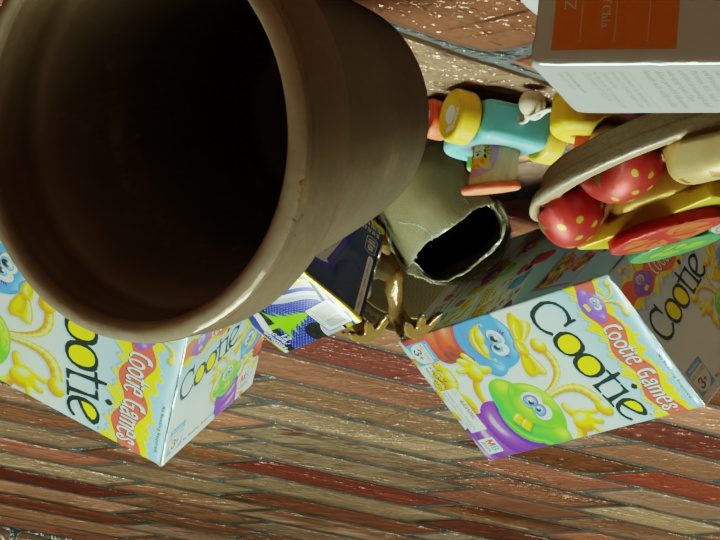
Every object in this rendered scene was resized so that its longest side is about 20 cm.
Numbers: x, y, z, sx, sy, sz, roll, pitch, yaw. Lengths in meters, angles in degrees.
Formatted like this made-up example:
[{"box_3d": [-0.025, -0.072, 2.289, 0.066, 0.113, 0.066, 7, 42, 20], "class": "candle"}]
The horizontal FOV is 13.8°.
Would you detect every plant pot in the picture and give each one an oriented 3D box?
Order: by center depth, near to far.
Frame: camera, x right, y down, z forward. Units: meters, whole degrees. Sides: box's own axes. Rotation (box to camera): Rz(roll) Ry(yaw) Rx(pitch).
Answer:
[{"box_3d": [-0.058, -0.070, 1.440, 0.200, 0.201, 0.175, -3, -178, 35], "class": "plant pot"}]

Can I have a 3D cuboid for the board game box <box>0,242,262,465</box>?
[{"box_3d": [-0.164, 0.008, 1.729, 0.200, 0.103, 0.105, 26, -143, 18], "class": "board game box"}]

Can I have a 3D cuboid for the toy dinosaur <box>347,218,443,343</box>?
[{"box_3d": [0.000, 0.000, 1.772, 0.060, 0.106, 0.200, -20, 151, -12], "class": "toy dinosaur"}]

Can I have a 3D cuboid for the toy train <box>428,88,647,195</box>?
[{"box_3d": [0.133, -0.060, 1.656, 0.200, 0.056, 0.150, 0, 166, 25], "class": "toy train"}]

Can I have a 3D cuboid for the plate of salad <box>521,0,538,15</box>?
[{"box_3d": [0.170, -0.117, 1.390, 0.200, 0.048, 0.200, 5, 168, 1], "class": "plate of salad"}]

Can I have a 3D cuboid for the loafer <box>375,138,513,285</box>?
[{"box_3d": [0.049, -0.024, 1.777, 0.076, 0.067, 0.200, -34, 159, 6], "class": "loafer"}]

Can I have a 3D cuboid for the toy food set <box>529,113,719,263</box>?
[{"box_3d": [0.184, -0.052, 1.518, 0.200, 0.049, 0.198, -23, 169, 31], "class": "toy food set"}]

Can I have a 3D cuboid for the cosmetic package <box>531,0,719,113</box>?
[{"box_3d": [0.178, -0.122, 1.234, 0.200, 0.102, 0.071, 1, 166, 21], "class": "cosmetic package"}]

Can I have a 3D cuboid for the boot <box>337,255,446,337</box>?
[{"box_3d": [0.024, 0.015, 2.027, 0.200, 0.074, 0.155, 14, 171, 27], "class": "boot"}]

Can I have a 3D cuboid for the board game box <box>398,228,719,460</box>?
[{"box_3d": [0.139, 0.032, 1.826, 0.103, 0.105, 0.200, 53, 143, -14], "class": "board game box"}]

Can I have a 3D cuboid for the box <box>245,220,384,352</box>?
[{"box_3d": [-0.080, -0.042, 1.623, 0.064, 0.070, 0.200, -23, 130, 39], "class": "box"}]
